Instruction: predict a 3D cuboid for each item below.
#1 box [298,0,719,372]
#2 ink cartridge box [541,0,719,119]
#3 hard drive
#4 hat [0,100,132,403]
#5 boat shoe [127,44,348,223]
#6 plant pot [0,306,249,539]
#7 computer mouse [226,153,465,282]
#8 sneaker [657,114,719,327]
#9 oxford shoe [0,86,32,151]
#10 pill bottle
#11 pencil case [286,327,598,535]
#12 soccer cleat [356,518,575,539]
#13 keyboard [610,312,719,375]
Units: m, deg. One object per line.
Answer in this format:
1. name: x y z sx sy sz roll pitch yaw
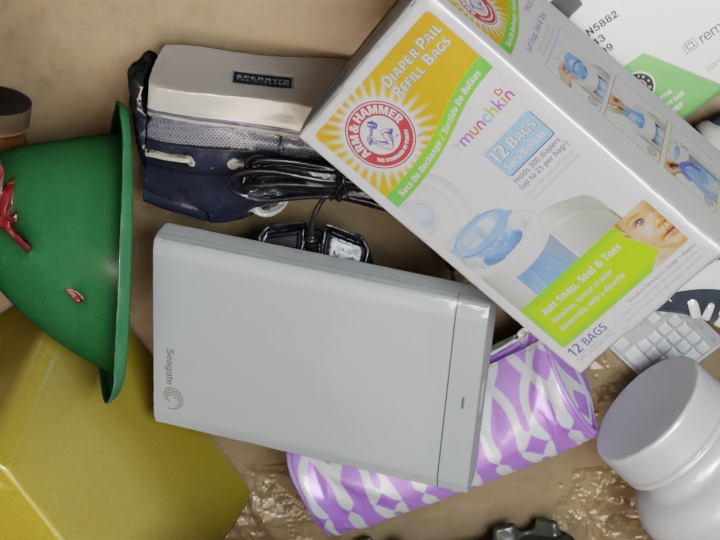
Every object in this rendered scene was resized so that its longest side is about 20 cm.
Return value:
1. box: 0.084 -0.064 0.831 0.200 0.101 0.112 40 122 -8
2. ink cartridge box: 0.142 -0.187 0.866 0.145 0.084 0.200 -34 106 17
3. hard drive: -0.025 0.052 0.927 0.199 0.027 0.132 12 121 13
4. hat: -0.223 -0.026 0.899 0.175 0.166 0.201 2 77 -14
5. boat shoe: -0.040 -0.073 0.943 0.199 0.075 0.093 10 127 1
6. plant pot: -0.212 0.155 0.982 0.200 0.176 0.200 -30 107 14
7. computer mouse: 0.000 0.000 0.953 0.140 0.046 0.200 2 134 7
8. sneaker: 0.206 0.017 0.941 0.129 0.080 0.200 -21 108 8
9. oxford shoe: -0.302 -0.080 0.955 0.199 0.071 0.071 9 117 0
10. pill bottle: 0.241 0.146 0.972 0.111 0.111 0.200 -42 107 18
11. pencil case: 0.051 0.097 0.987 0.200 0.084 0.086 -26 123 14
12. soccer cleat: 0.052 0.219 1.048 0.199 0.065 0.084 -8 116 8
13. keyboard: 0.138 -0.005 0.980 0.200 0.011 0.056 43 109 -12
